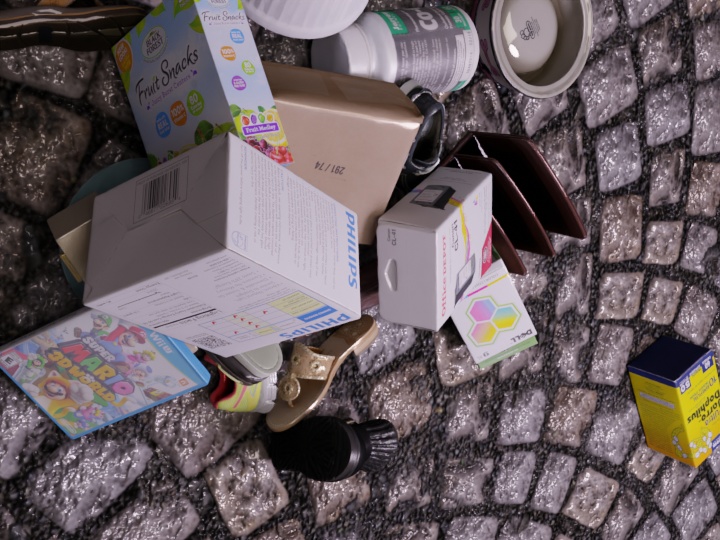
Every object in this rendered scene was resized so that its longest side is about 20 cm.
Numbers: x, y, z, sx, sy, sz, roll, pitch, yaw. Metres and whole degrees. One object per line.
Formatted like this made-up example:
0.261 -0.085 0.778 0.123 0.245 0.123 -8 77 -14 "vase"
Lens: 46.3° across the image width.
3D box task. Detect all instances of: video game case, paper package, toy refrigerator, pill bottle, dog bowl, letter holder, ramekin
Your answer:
-0.288 0.107 0.935 0.199 0.018 0.143 -23 119 18 "video game case"
-0.057 -0.135 1.003 0.199 0.104 0.191 4 126 -25 "paper package"
-0.266 0.020 0.941 0.070 0.076 0.200 -33 122 -13 "toy refrigerator"
0.045 -0.278 1.089 0.199 0.113 0.114 -16 108 -30 "pill bottle"
0.244 -0.353 1.227 0.199 0.074 0.201 -8 105 -32 "dog bowl"
0.221 -0.092 1.226 0.101 0.142 0.200 -48 121 -15 "letter holder"
-0.063 -0.379 0.962 0.200 0.098 0.201 5 76 -20 "ramekin"

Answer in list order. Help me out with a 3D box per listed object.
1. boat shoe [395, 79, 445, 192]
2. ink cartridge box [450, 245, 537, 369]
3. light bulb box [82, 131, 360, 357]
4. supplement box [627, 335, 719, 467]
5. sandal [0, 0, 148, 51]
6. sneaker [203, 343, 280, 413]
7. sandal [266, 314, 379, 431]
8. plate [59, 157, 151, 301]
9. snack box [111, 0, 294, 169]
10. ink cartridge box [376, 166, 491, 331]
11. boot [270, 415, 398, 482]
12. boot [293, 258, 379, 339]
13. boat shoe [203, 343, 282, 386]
0.074 -0.160 1.109 0.076 0.060 0.200 -42 155 -15 "boat shoe"
0.195 0.071 1.270 0.104 0.059 0.200 -27 117 5 "ink cartridge box"
-0.134 -0.013 0.852 0.200 0.198 0.125 30 51 -48 "light bulb box"
0.588 0.240 1.554 0.109 0.109 0.201 -33 117 -23 "supplement box"
-0.321 -0.269 0.889 0.199 0.082 0.055 -10 84 -24 "sandal"
-0.152 0.090 1.062 0.090 0.078 0.201 -4 101 -28 "sneaker"
-0.064 0.114 1.125 0.212 0.077 0.070 -43 124 -27 "sandal"
-0.253 -0.032 1.001 0.199 0.026 0.201 -7 104 -31 "plate"
-0.172 -0.179 0.898 0.068 0.168 0.201 -17 88 -45 "snack box"
0.102 -0.033 1.105 0.200 0.085 0.148 -45 138 -52 "ink cartridge box"
-0.009 0.233 1.113 0.157 0.211 0.080 9 80 -29 "boot"
0.000 0.000 1.111 0.199 0.064 0.187 -19 152 -25 "boot"
-0.179 0.054 0.995 0.201 0.061 0.072 50 42 -3 "boat shoe"
